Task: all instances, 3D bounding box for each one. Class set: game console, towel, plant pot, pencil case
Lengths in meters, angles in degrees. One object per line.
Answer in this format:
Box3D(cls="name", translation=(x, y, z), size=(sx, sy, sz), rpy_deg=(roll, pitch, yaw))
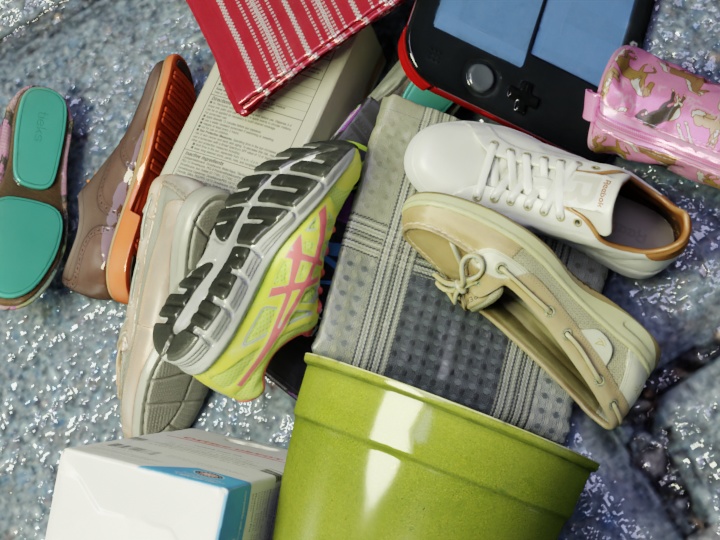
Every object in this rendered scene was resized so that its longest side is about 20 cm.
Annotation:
Box3D(cls="game console", translation=(0.129, -0.195, 1.263), size=(0.176, 0.031, 0.201), rpy_deg=(22, 71, -10))
Box3D(cls="towel", translation=(0.078, -0.003, 1.193), size=(0.191, 0.035, 0.201), rpy_deg=(19, 75, -7))
Box3D(cls="towel", translation=(-0.030, -0.211, 1.260), size=(0.199, 0.022, 0.145), rpy_deg=(-34, 50, 8))
Box3D(cls="plant pot", translation=(0.024, 0.177, 1.092), size=(0.199, 0.200, 0.194), rpy_deg=(19, 84, 21))
Box3D(cls="pencil case", translation=(0.253, -0.088, 1.192), size=(0.199, 0.087, 0.083), rpy_deg=(24, 81, 18))

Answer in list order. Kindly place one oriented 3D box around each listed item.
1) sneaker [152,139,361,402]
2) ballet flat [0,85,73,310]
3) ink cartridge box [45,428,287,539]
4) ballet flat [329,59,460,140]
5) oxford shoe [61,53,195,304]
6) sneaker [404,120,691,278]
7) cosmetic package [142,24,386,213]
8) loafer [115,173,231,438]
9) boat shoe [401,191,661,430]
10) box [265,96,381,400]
Box3D(cls="sneaker", translation=(-0.055, 0.000, 1.155), size=(0.078, 0.090, 0.200), rpy_deg=(9, 59, 51))
Box3D(cls="ballet flat", translation=(-0.258, -0.046, 1.318), size=(0.069, 0.071, 0.201), rpy_deg=(14, 57, -19))
Box3D(cls="ink cartridge box", translation=(-0.106, 0.152, 1.138), size=(0.115, 0.200, 0.067), rpy_deg=(11, 92, 18))
Box3D(cls="ballet flat", translation=(0.026, -0.107, 1.280), size=(0.067, 0.064, 0.200), rpy_deg=(43, 80, -14))
Box3D(cls="oxford shoe", translation=(-0.176, -0.074, 1.310), size=(0.072, 0.071, 0.201), rpy_deg=(6, 68, 22))
Box3D(cls="sneaker", translation=(0.130, -0.058, 1.156), size=(0.199, 0.085, 0.073), rpy_deg=(18, 76, -6))
Box3D(cls="cosmetic package", translation=(-0.069, -0.102, 1.292), size=(0.105, 0.071, 0.201), rpy_deg=(19, 73, 22))
Box3D(cls="loafer", translation=(-0.137, 0.030, 1.227), size=(0.063, 0.072, 0.201), rpy_deg=(25, 107, 35))
Box3D(cls="boat shoe", translation=(0.104, 0.024, 1.139), size=(0.200, 0.073, 0.063), rpy_deg=(37, 68, -10))
Box3D(cls="box", translation=(0.000, 0.000, 1.214), size=(0.143, 0.036, 0.200), rpy_deg=(38, 79, -7))
